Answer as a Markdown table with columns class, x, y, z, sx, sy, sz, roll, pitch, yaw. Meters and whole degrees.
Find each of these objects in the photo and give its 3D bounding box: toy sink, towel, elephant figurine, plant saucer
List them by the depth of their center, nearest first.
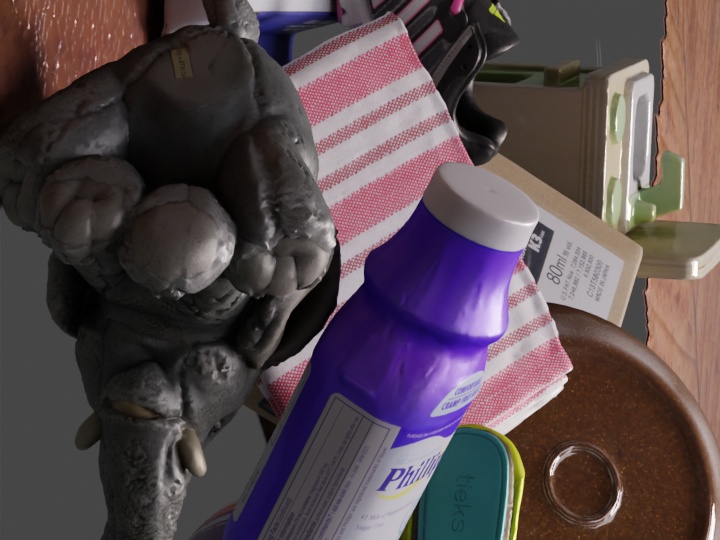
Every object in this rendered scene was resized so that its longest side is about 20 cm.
| class | x | y | z | sx | sy | sz | roll | pitch | yaw |
| --- | --- | --- | --- | --- | --- | --- | --- | --- | --- |
| elephant figurine | -0.075 | 0.011 | 1.050 | 0.155 | 0.142 | 0.200 | -27 | 144 | -20 |
| towel | 0.000 | 0.000 | 1.188 | 0.146 | 0.030 | 0.200 | -31 | 99 | -27 |
| plant saucer | 0.100 | 0.106 | 1.252 | 0.037 | 0.200 | 0.201 | 143 | -38 | -62 |
| toy sink | 0.109 | -0.065 | 1.499 | 0.130 | 0.200 | 0.112 | -30 | 124 | -70 |

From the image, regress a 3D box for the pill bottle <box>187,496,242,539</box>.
| class | x | y | z | sx | sy | sz | roll | pitch | yaw |
| --- | --- | --- | --- | --- | --- | --- | --- | --- | --- |
| pill bottle | -0.057 | 0.180 | 1.142 | 0.200 | 0.112 | 0.113 | -45 | 137 | -66 |

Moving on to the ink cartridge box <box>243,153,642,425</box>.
| class | x | y | z | sx | sy | sz | roll | pitch | yaw |
| --- | --- | --- | --- | --- | --- | --- | --- | --- | --- |
| ink cartridge box | 0.046 | 0.025 | 1.352 | 0.075 | 0.165 | 0.200 | -47 | -165 | 42 |

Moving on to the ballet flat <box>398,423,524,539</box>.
| class | x | y | z | sx | sy | sz | roll | pitch | yaw |
| --- | --- | --- | --- | --- | --- | --- | --- | --- | --- |
| ballet flat | 0.036 | 0.166 | 1.144 | 0.067 | 0.067 | 0.200 | 85 | 16 | -69 |

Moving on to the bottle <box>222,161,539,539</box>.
| class | x | y | z | sx | sy | sz | roll | pitch | yaw |
| --- | --- | --- | --- | --- | --- | --- | --- | --- | --- |
| bottle | 0.011 | 0.050 | 1.087 | 0.084 | 0.065 | 0.200 | -22 | 142 | -62 |

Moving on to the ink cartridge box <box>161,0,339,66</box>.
| class | x | y | z | sx | sy | sz | roll | pitch | yaw |
| --- | --- | --- | --- | --- | --- | --- | --- | --- | --- |
| ink cartridge box | -0.044 | -0.165 | 1.223 | 0.200 | 0.041 | 0.200 | -21 | 115 | -73 |

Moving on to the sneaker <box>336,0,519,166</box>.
| class | x | y | z | sx | sy | sz | roll | pitch | yaw |
| --- | --- | --- | --- | --- | --- | --- | --- | --- | --- |
| sneaker | 0.035 | -0.134 | 1.279 | 0.074 | 0.087 | 0.200 | -54 | 144 | -65 |
